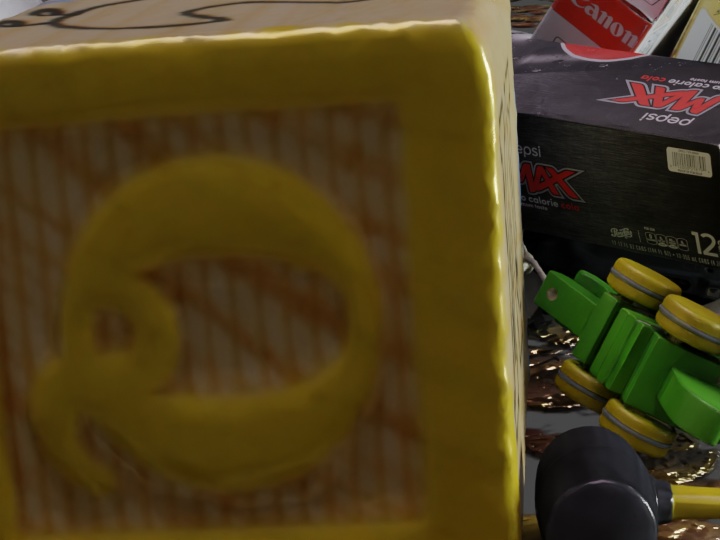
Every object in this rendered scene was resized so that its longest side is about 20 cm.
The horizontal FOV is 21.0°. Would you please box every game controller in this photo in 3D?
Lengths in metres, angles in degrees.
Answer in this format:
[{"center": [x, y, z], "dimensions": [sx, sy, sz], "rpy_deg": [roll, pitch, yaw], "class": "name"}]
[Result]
[{"center": [0.175, -0.008, 0.901], "dimensions": [0.199, 0.042, 0.104], "rpy_deg": [9, 35, 6], "class": "game controller"}]

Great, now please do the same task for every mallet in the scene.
[{"center": [0.156, 0.082, 0.651], "dimensions": [0.199, 0.041, 0.066], "rpy_deg": [2, 13, 10], "class": "mallet"}]

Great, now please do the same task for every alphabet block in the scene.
[{"center": [-0.036, -0.004, 0.722], "dimensions": [0.195, 0.197, 0.200], "rpy_deg": [-5, 14, 6], "class": "alphabet block"}]

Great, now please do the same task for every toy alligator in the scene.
[{"center": [0.112, 0.029, 0.807], "dimensions": [0.054, 0.059, 0.200], "rpy_deg": [22, 11, -27], "class": "toy alligator"}]

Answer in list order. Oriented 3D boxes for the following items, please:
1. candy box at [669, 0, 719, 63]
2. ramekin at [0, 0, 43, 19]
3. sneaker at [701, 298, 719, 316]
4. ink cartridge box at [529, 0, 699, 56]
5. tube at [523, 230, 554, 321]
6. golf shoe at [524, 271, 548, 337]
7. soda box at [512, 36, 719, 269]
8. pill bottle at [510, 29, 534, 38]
[{"center": [0.253, -0.069, 0.971], "dimensions": [0.200, 0.057, 0.117], "rpy_deg": [27, 8, 12], "class": "candy box"}, {"center": [-0.174, -0.047, 0.957], "dimensions": [0.094, 0.203, 0.202], "rpy_deg": [-30, 11, 8], "class": "ramekin"}, {"center": [0.195, 0.013, 0.793], "dimensions": [0.200, 0.089, 0.075], "rpy_deg": [0, 15, 45], "class": "sneaker"}, {"center": [0.129, -0.125, 0.961], "dimensions": [0.050, 0.200, 0.109], "rpy_deg": [39, 36, 11], "class": "ink cartridge box"}, {"center": [0.130, -0.016, 1.038], "dimensions": [0.077, 0.051, 0.200], "rpy_deg": [14, 16, 26], "class": "tube"}, {"center": [0.000, 0.000, 0.894], "dimensions": [0.199, 0.095, 0.078], "rpy_deg": [-10, 21, -19], "class": "golf shoe"}, {"center": [0.095, -0.058, 0.871], "dimensions": [0.200, 0.064, 0.071], "rpy_deg": [14, 40, 38], "class": "soda box"}, {"center": [0.082, -0.093, 1.211], "dimensions": [0.115, 0.116, 0.200], "rpy_deg": [-9, 15, -20], "class": "pill bottle"}]
